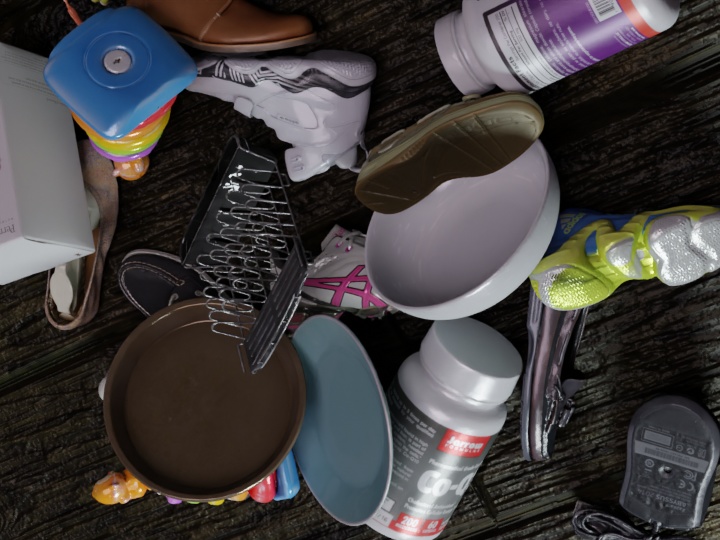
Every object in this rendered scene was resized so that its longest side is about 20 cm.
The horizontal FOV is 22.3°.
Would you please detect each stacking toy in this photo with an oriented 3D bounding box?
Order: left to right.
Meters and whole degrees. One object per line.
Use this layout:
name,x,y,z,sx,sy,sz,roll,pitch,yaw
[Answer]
stacking toy,-0.222,-0.145,1.730,0.110,0.116,0.200,43,160,17
stacking toy,-0.168,0.192,1.800,0.198,0.116,0.111,-13,84,-12

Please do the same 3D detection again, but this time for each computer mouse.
computer mouse,0.285,0.188,1.724,0.138,0.053,0.201,20,125,14

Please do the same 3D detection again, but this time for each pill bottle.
pill bottle,0.070,0.151,1.749,0.113,0.114,0.201,31,117,7
pill bottle,0.167,-0.224,1.580,0.199,0.112,0.113,-23,100,26

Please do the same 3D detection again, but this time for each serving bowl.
serving bowl,0.101,-0.037,1.649,0.199,0.201,0.066,-27,134,26

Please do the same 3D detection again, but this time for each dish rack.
dish rack,-0.106,-0.010,1.713,0.054,0.201,0.154,10,127,-25

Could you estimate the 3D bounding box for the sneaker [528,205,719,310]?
sneaker,0.239,-0.034,1.647,0.198,0.105,0.076,-14,126,-8

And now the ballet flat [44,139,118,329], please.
ballet flat,-0.285,-0.030,1.840,0.068,0.067,0.202,12,112,15

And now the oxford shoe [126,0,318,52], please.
oxford shoe,-0.133,-0.243,1.709,0.198,0.071,0.072,10,108,18

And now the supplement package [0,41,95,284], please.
supplement package,-0.352,-0.102,1.770,0.121,0.120,0.202,-18,76,24

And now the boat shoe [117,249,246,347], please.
boat shoe,-0.165,0.052,1.829,0.200,0.060,0.074,37,118,4

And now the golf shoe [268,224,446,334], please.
golf shoe,0.000,0.000,1.744,0.199,0.073,0.093,-12,103,23

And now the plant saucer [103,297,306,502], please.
plant saucer,-0.148,0.125,1.760,0.198,0.029,0.202,-2,72,6

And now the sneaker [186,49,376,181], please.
sneaker,-0.081,-0.147,1.719,0.198,0.075,0.116,3,108,16

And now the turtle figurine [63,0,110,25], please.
turtle figurine,-0.232,-0.323,1.716,0.160,0.064,0.201,-21,86,15

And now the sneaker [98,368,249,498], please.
sneaker,-0.193,0.171,1.869,0.200,0.087,0.075,41,115,1

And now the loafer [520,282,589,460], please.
loafer,0.186,0.087,1.711,0.062,0.072,0.202,6,108,13

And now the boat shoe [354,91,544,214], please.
boat shoe,0.078,-0.117,1.631,0.073,0.063,0.200,37,133,-28

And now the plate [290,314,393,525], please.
plate,-0.015,0.139,1.723,0.200,0.025,0.202,27,121,55
